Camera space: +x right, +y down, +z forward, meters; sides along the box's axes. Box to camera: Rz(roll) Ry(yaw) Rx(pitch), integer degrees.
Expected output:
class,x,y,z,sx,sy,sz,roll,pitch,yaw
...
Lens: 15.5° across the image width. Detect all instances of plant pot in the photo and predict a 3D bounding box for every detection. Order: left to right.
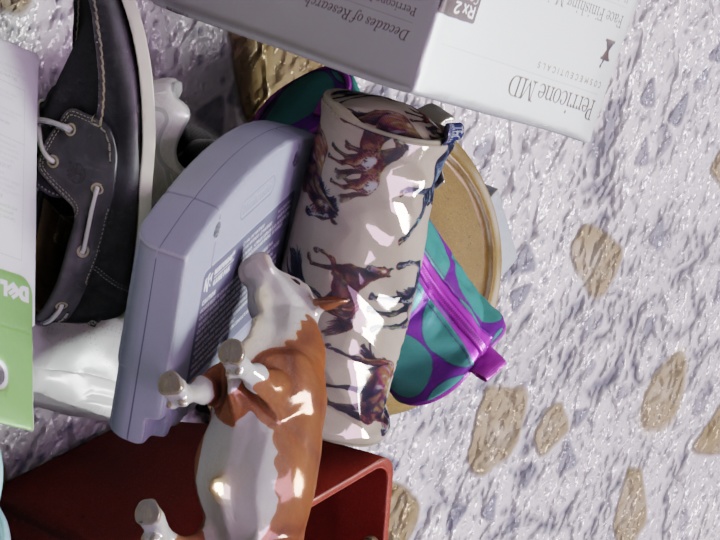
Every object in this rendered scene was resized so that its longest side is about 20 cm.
class,x,y,z,sx,sy,sz,roll,pitch,yaw
plant pot,-0.116,0.195,1.535,0.200,0.176,0.201,-26,130,-45
plant pot,0.015,-0.009,1.651,0.199,0.027,0.201,1,88,-36

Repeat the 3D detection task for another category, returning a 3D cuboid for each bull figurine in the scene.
class,x,y,z,sx,sy,sz,roll,pitch,yaw
bull figurine,-0.059,0.088,1.372,0.121,0.065,0.201,12,80,-61

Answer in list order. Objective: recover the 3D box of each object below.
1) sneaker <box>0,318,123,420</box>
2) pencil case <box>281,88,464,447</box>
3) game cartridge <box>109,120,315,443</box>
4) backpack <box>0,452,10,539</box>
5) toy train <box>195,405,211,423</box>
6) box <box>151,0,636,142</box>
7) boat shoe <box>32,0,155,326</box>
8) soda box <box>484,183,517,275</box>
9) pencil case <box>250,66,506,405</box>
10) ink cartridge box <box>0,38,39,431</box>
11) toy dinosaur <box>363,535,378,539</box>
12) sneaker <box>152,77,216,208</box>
class,x,y,z,sx,sy,sz,roll,pitch,yaw
sneaker,-0.188,0.024,1.446,0.200,0.075,0.089,26,72,-59
pencil case,0.000,0.000,1.492,0.089,0.078,0.201,1,110,-35
game cartridge,-0.077,-0.005,1.430,0.200,0.041,0.134,-47,155,-62
backpack,-0.262,0.133,1.294,0.153,0.175,0.201,10,102,-52
toy train,-0.076,0.091,1.646,0.034,0.046,0.200,-48,142,-26
box,0.026,-0.172,1.495,0.199,0.200,0.131,9,101,-56
boat shoe,-0.143,-0.064,1.368,0.067,0.072,0.201,-5,115,-20
soda box,0.016,0.024,1.718,0.200,0.063,0.068,-48,140,-27
pencil case,0.007,-0.018,1.574,0.085,0.092,0.200,-45,114,-28
ink cartridge box,-0.213,-0.023,1.304,0.104,0.059,0.201,22,62,-56
toy dinosaur,-0.021,0.248,1.486,0.106,0.060,0.201,29,85,-58
sneaker,-0.104,-0.031,1.489,0.081,0.075,0.200,-25,140,0
